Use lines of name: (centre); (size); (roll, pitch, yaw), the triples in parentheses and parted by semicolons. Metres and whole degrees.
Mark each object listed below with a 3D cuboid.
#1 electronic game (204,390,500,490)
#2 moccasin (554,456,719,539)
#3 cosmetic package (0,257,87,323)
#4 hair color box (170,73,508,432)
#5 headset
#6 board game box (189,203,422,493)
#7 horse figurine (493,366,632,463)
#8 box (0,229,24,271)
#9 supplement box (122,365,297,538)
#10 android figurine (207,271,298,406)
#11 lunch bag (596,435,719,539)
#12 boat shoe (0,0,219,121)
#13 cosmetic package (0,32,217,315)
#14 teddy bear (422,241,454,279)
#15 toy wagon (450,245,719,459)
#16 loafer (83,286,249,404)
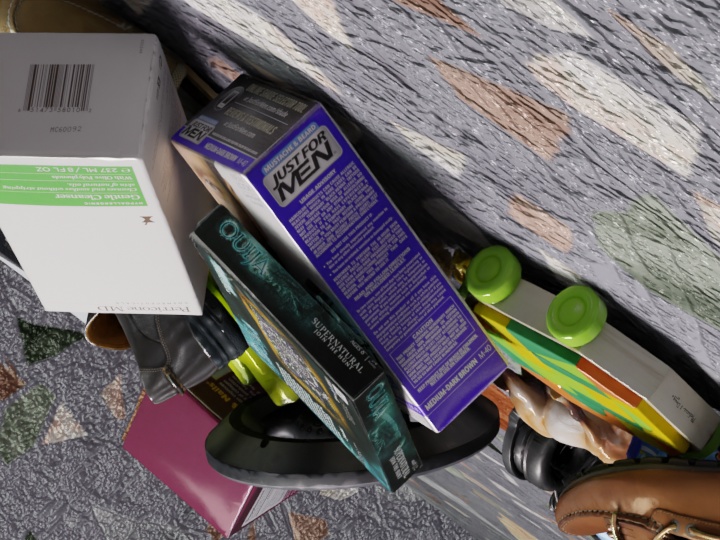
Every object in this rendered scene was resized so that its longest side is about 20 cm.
electronic game: (-0.005, 0.108, 1.540); (0.198, 0.042, 0.200); (-6, -167, 1)
moccasin: (0.188, 0.143, 1.269); (0.200, 0.078, 0.073); (-3, 171, 43)
cosmetic package: (-0.226, -0.071, 1.698); (0.151, 0.051, 0.201); (41, -152, -52)
hair color box: (-0.012, -0.010, 1.291); (0.201, 0.065, 0.109); (55, 167, -26)
headset: (0.166, 0.133, 1.668); (0.123, 0.094, 0.200); (38, 158, 10)
board game box: (-0.028, 0.048, 1.317); (0.135, 0.028, 0.200); (45, 171, 18)
horse figurine: (0.132, 0.087, 1.503); (0.199, 0.050, 0.133); (29, 168, 39)
box: (-0.298, -0.083, 1.487); (0.157, 0.051, 0.200); (29, 172, 42)
supplement box: (-0.066, 0.099, 1.704); (0.110, 0.086, 0.200); (39, -145, 17)
android figurine: (-0.108, 0.000, 1.537); (0.201, 0.041, 0.182); (56, 166, -22)
lunch bag: (0.258, 0.168, 1.356); (0.199, 0.094, 0.151); (13, 156, 48)
boat shoe: (-0.133, -0.115, 1.377); (0.199, 0.072, 0.076); (29, 166, -39)
cosmetic package: (-0.153, -0.053, 1.342); (0.107, 0.086, 0.200); (0, 153, 9)
teddy bear: (0.000, 0.000, 1.434); (0.199, 0.067, 0.145); (32, 146, -4)
toy wagon: (0.117, 0.043, 1.313); (0.199, 0.040, 0.155); (28, 170, 46)
loafer: (-0.152, 0.017, 1.483); (0.200, 0.072, 0.073); (36, 164, 51)
